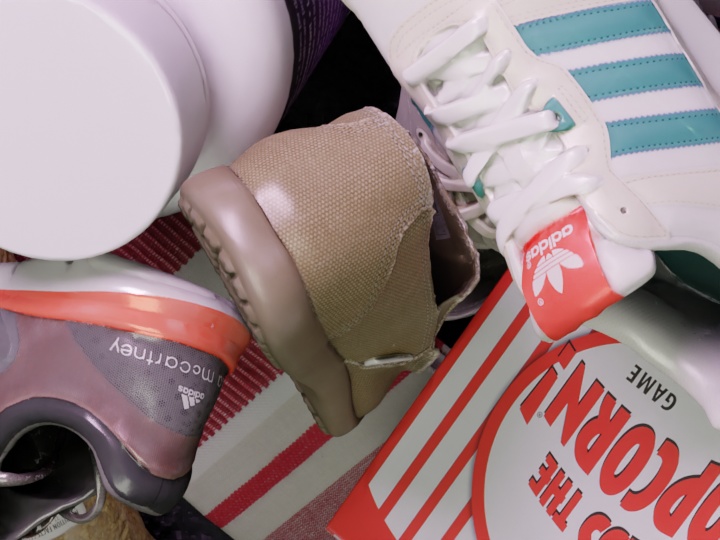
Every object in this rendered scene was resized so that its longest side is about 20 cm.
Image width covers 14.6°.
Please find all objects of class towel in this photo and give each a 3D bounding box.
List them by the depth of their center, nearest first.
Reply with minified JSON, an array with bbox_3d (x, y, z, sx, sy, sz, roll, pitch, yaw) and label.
[{"bbox_3d":[-0.049,0.025,0.982,0.200,0.023,0.144,41,135,-7],"label":"towel"}]

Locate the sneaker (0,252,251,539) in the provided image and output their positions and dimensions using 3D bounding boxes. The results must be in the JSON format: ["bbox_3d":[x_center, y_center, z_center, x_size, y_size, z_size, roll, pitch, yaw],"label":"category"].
[{"bbox_3d":[-0.119,0.041,0.845,0.077,0.082,0.200,23,162,-39],"label":"sneaker"}]

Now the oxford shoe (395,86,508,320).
[{"bbox_3d":[0.041,-0.044,0.868,0.075,0.058,0.200,15,149,-1],"label":"oxford shoe"}]

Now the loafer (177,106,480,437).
[{"bbox_3d":[0.000,0.000,0.818,0.067,0.200,0.076,-27,84,2],"label":"loafer"}]

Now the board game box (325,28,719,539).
[{"bbox_3d":[0.106,0.048,0.866,0.151,0.046,0.200,39,103,20],"label":"board game box"}]

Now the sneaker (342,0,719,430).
[{"bbox_3d":[0.057,-0.036,0.765,0.200,0.093,0.070,41,133,-18],"label":"sneaker"}]

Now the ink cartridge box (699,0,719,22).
[{"bbox_3d":[0.132,-0.120,0.785,0.199,0.041,0.200,14,163,-24],"label":"ink cartridge box"}]

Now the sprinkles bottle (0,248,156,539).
[{"bbox_3d":[-0.126,0.059,0.992,0.068,0.068,0.200,-11,122,20],"label":"sprinkles bottle"}]

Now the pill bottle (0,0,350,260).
[{"bbox_3d":[-0.065,-0.083,0.842,0.111,0.200,0.112,6,118,11],"label":"pill bottle"}]
